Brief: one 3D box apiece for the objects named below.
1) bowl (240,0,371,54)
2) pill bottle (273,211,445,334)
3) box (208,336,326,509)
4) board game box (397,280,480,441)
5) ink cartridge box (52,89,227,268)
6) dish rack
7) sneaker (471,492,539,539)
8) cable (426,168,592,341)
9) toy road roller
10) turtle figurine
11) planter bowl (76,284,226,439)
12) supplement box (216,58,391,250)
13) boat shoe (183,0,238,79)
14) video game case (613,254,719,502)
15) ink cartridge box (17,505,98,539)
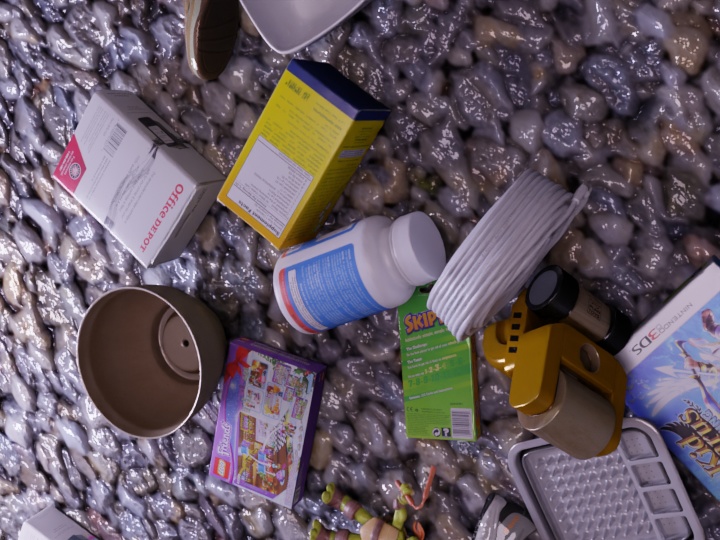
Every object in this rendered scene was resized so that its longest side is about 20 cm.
[{"bbox_3d":[-0.058,-0.384,1.081,0.198,0.074,0.202,-30,86,25],"label":"bowl"},{"bbox_3d":[0.000,0.000,1.091,0.198,0.112,0.114,-19,91,33],"label":"pill bottle"},{"bbox_3d":[-0.129,0.207,1.233,0.135,0.039,0.204,17,105,19],"label":"box"},{"bbox_3d":[0.098,0.111,1.125,0.094,0.030,0.204,-1,100,24],"label":"board game box"},{"bbox_3d":[-0.300,-0.125,1.225,0.200,0.083,0.146,42,112,11],"label":"ink cartridge box"},{"bbox_3d":[0.283,0.253,1.039,0.198,0.043,0.174,-22,96,38],"label":"dish rack"},{"bbox_3d":[0.166,0.383,1.120,0.078,0.074,0.204,17,105,14],"label":"sneaker"},{"bbox_3d":[0.153,-0.017,0.984,0.069,0.199,0.201,40,134,12],"label":"cable"},{"bbox_3d":[0.206,0.109,0.998,0.122,0.203,0.145,31,144,-23],"label":"toy road roller"},{"bbox_3d":[0.022,0.336,1.178,0.159,0.064,0.204,16,87,24],"label":"turtle figurine"},{"bbox_3d":[-0.265,0.111,1.222,0.197,0.134,0.204,4,100,22],"label":"planter bowl"},{"bbox_3d":[-0.070,-0.143,1.109,0.108,0.109,0.202,38,111,13],"label":"supplement box"},{"bbox_3d":[-0.201,-0.350,1.160,0.075,0.071,0.204,14,97,35],"label":"boat shoe"},{"bbox_3d":[0.392,0.120,0.991,0.200,0.045,0.182,46,114,9],"label":"video game case"},{"bbox_3d":[-0.444,0.476,1.400,0.198,0.067,0.119,30,110,16],"label":"ink cartridge box"}]
